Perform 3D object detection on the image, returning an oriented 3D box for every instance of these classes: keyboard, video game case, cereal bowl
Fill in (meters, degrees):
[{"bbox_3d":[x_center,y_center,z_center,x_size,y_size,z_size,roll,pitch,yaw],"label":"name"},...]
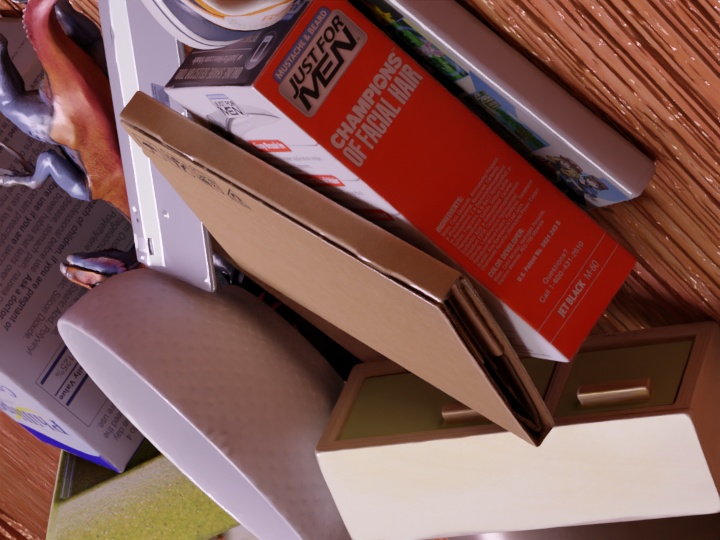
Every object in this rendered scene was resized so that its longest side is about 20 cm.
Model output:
[{"bbox_3d":[-0.103,-0.084,1.407,0.056,0.011,0.200,16,124,38],"label":"keyboard"},{"bbox_3d":[0.022,-0.091,1.298,0.200,0.022,0.182,38,165,-12],"label":"video game case"},{"bbox_3d":[-0.064,0.069,1.510,0.200,0.083,0.200,42,169,10],"label":"cereal bowl"}]

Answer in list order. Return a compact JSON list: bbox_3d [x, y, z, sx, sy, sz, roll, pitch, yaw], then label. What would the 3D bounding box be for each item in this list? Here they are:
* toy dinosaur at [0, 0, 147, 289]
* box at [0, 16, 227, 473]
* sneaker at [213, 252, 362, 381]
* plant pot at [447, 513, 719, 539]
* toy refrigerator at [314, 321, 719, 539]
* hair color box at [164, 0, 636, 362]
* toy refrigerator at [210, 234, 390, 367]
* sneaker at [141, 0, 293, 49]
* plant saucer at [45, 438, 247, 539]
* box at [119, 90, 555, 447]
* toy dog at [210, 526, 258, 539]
[{"bbox_3d":[-0.153,-0.063,1.497,0.182,0.105,0.200,59,175,-13],"label":"toy dinosaur"},{"bbox_3d":[-0.178,-0.017,1.638,0.200,0.184,0.105,43,161,-30],"label":"box"},{"bbox_3d":[-0.035,0.011,1.587,0.200,0.084,0.077,29,137,0],"label":"sneaker"},{"bbox_3d":[0.131,0.146,1.539,0.174,0.200,0.200,55,161,-11],"label":"plant pot"},{"bbox_3d":[0.085,0.080,1.404,0.200,0.076,0.070,-7,123,25],"label":"toy refrigerator"},{"bbox_3d":[0.018,-0.044,1.287,0.200,0.064,0.111,39,167,-21],"label":"hair color box"},{"bbox_3d":[0.000,0.000,1.495,0.200,0.070,0.076,36,-175,-7],"label":"toy refrigerator"},{"bbox_3d":[-0.098,-0.178,1.174,0.200,0.078,0.079,43,156,-20],"label":"sneaker"},{"bbox_3d":[-0.107,0.092,1.692,0.048,0.200,0.200,58,-164,-26],"label":"plant saucer"},{"bbox_3d":[-0.009,0.001,1.326,0.200,0.021,0.164,30,168,30],"label":"box"},{"bbox_3d":[-0.080,0.145,2.042,0.200,0.140,0.194,38,152,-14],"label":"toy dog"}]
